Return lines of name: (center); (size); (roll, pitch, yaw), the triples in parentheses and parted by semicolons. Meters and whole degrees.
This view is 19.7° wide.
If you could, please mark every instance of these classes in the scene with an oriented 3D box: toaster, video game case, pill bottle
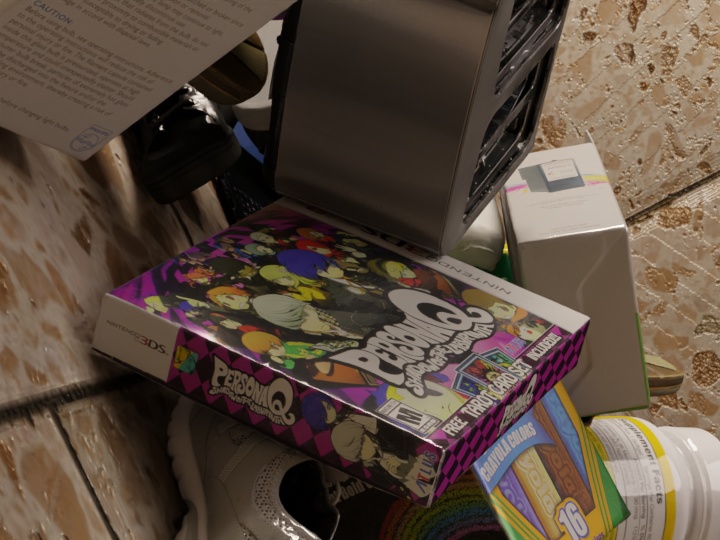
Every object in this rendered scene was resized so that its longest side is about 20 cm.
toaster: (0.034, -0.128, 1.088); (0.200, 0.118, 0.182); (-49, 156, -49)
video game case: (-0.003, 0.031, 1.013); (0.181, 0.036, 0.200); (24, 25, 19)
pill bottle: (0.142, 0.153, 1.363); (0.199, 0.114, 0.115); (1, 51, -29)

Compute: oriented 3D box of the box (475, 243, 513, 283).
box: (0.049, 0.020, 1.432); (0.200, 0.048, 0.118); (-141, -127, -71)

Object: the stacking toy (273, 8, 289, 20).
stacking toy: (-0.055, -0.175, 1.111); (0.116, 0.110, 0.200); (47, 20, 24)

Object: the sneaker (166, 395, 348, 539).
sneaker: (-0.039, 0.105, 0.974); (0.075, 0.082, 0.200); (56, 13, -29)

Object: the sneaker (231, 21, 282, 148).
sneaker: (-0.025, -0.119, 1.299); (0.201, 0.073, 0.112); (-71, 147, -44)

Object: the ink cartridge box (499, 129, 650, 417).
ink cartridge box: (0.126, -0.003, 1.273); (0.200, 0.067, 0.118); (-91, 171, -70)

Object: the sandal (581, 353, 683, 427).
sandal: (0.104, 0.084, 1.295); (0.080, 0.199, 0.054); (-138, -140, -62)

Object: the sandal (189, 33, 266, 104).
sandal: (-0.139, -0.156, 1.137); (0.200, 0.054, 0.080); (42, 39, -8)

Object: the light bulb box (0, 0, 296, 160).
light bulb box: (-0.121, -0.196, 0.956); (0.125, 0.200, 0.199); (22, 40, -55)

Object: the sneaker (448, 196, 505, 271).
sneaker: (0.049, -0.076, 1.329); (0.076, 0.081, 0.200); (23, 24, -34)

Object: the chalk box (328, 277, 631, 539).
chalk box: (0.036, 0.089, 1.161); (0.124, 0.125, 0.201); (-26, 89, -55)

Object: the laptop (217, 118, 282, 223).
laptop: (-0.016, -0.047, 1.389); (0.201, 0.103, 0.177); (67, 12, 22)

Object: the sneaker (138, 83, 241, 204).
sneaker: (-0.118, -0.112, 1.204); (0.105, 0.060, 0.200); (59, 7, -16)
